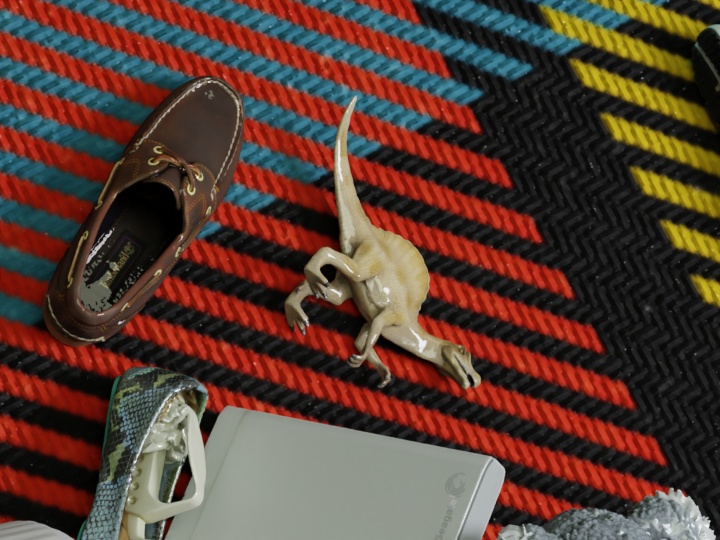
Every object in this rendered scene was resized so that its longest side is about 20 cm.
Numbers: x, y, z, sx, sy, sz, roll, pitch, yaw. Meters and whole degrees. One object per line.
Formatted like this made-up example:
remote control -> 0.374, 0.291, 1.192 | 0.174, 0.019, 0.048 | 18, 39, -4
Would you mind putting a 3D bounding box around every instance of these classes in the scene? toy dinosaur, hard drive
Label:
toy dinosaur -> 0.000, 0.000, 1.686 | 0.101, 0.058, 0.201 | -30, 94, -37
hard drive -> -0.024, 0.157, 1.569 | 0.026, 0.199, 0.132 | 46, 60, -48

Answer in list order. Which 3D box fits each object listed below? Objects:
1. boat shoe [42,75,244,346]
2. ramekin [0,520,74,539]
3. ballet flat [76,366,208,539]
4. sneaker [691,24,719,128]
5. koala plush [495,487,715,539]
boat shoe -> -0.126, -0.041, 1.640 | 0.070, 0.070, 0.201 | 30, 68, -7
ramekin -> -0.193, 0.235, 1.486 | 0.094, 0.202, 0.203 | -19, 82, -32
ballet flat -> -0.130, 0.150, 1.577 | 0.074, 0.074, 0.201 | 13, 69, -14
sneaker -> 0.296, -0.080, 1.780 | 0.080, 0.074, 0.201 | -15, 81, -22
koala plush -> 0.136, 0.230, 1.547 | 0.176, 0.184, 0.201 | -4, 104, -32
